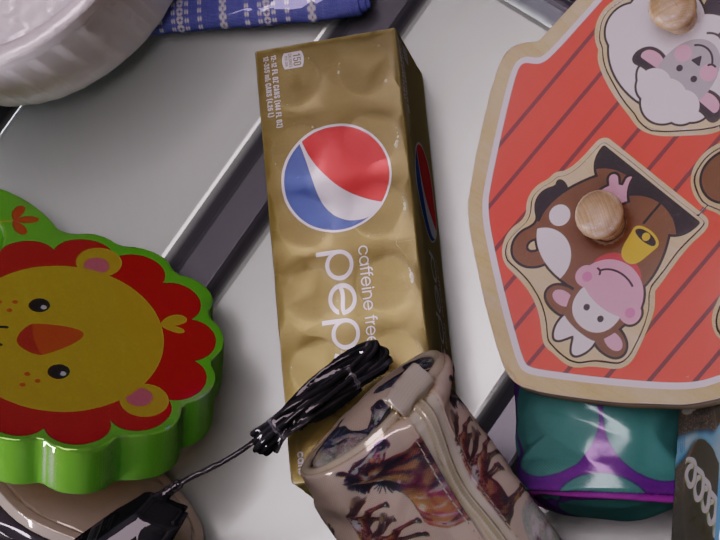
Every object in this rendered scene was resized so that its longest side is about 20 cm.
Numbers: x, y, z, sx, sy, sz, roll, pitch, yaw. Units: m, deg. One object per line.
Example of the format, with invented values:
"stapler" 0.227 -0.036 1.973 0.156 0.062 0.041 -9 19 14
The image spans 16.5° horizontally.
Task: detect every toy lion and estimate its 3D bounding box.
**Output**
"toy lion" -0.163 0.026 1.103 0.191 0.069 0.200 -11 43 -20

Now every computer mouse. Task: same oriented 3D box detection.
"computer mouse" -0.065 0.097 1.035 0.200 0.059 0.034 -36 95 4

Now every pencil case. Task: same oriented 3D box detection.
"pencil case" 0.111 0.006 1.059 0.092 0.085 0.201 7 75 -18
"pencil case" 0.054 0.129 1.001 0.078 0.089 0.200 -40 100 -36

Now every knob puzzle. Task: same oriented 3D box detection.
"knob puzzle" 0.125 -0.033 0.996 0.218 0.030 0.221 -6 73 20

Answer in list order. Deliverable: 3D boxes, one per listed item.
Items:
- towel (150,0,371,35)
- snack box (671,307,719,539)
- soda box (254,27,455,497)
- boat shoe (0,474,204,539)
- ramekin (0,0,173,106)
"towel" -0.088 -0.182 1.193 0.199 0.024 0.146 -3 76 14
"snack box" 0.190 0.039 1.025 0.116 0.037 0.201 13 74 -25
"soda box" 0.000 0.000 1.098 0.067 0.064 0.201 -9 74 10
"boat shoe" -0.164 0.104 1.122 0.199 0.073 0.063 21 124 12
"ramekin" -0.172 -0.173 1.150 0.199 0.098 0.202 -3 78 15
